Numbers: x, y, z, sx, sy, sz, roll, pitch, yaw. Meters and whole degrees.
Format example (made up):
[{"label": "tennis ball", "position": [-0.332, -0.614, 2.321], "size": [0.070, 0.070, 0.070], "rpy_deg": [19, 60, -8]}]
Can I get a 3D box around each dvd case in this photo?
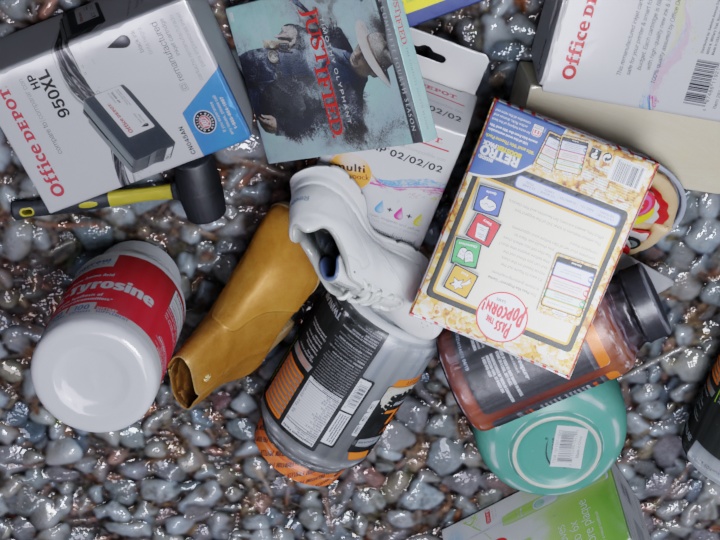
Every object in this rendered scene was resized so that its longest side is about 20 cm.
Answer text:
[{"label": "dvd case", "position": [-0.028, -0.169, 1.411], "size": [0.200, 0.022, 0.146], "rpy_deg": [-3, 106, 46]}]

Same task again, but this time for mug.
[{"label": "mug", "position": [0.175, 0.136, 1.647], "size": [0.152, 0.114, 0.185], "rpy_deg": [-38, 116, 19]}]

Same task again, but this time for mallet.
[{"label": "mallet", "position": [-0.225, -0.076, 1.547], "size": [0.200, 0.041, 0.066], "rpy_deg": [-1, 123, 2]}]

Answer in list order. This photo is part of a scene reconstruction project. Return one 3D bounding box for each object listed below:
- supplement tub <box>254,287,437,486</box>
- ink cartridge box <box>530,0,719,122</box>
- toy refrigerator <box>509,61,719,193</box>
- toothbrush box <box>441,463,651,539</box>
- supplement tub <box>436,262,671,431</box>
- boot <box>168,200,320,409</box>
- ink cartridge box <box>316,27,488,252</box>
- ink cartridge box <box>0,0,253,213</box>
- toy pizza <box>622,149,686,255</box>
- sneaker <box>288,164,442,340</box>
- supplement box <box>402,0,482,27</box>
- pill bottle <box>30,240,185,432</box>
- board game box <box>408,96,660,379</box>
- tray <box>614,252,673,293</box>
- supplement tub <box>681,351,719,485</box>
[{"label": "supplement tub", "position": [-0.016, 0.103, 1.614], "size": [0.122, 0.123, 0.200], "rpy_deg": [24, 118, -16]}, {"label": "ink cartridge box", "position": [0.261, -0.219, 1.455], "size": [0.200, 0.084, 0.145], "rpy_deg": [9, 119, -8]}, {"label": "toy refrigerator", "position": [0.235, -0.130, 1.519], "size": [0.200, 0.070, 0.076], "rpy_deg": [7, 117, -10]}, {"label": "toothbrush box", "position": [0.194, 0.296, 1.728], "size": [0.200, 0.146, 0.086], "rpy_deg": [-29, 119, 15]}, {"label": "supplement tub", "position": [0.177, 0.064, 1.529], "size": [0.200, 0.107, 0.107], "rpy_deg": [-23, 120, 13]}, {"label": "boot", "position": [-0.111, 0.040, 1.538], "size": [0.071, 0.144, 0.201], "rpy_deg": [37, 142, 19]}, {"label": "ink cartridge box", "position": [0.028, -0.113, 1.483], "size": [0.115, 0.068, 0.200], "rpy_deg": [19, 131, -1]}, {"label": "ink cartridge box", "position": [-0.212, -0.156, 1.468], "size": [0.200, 0.084, 0.145], "rpy_deg": [-20, 120, 9]}, {"label": "toy pizza", "position": [0.196, -0.051, 1.532], "size": [0.200, 0.032, 0.200], "rpy_deg": [2, 151, 1]}, {"label": "sneaker", "position": [0.000, 0.000, 1.483], "size": [0.074, 0.087, 0.200], "rpy_deg": [-29, 118, 36]}, {"label": "supplement box", "position": [0.041, -0.317, 1.370], "size": [0.109, 0.110, 0.200], "rpy_deg": [-18, 121, 8]}, {"label": "pill bottle", "position": [-0.220, 0.051, 1.519], "size": [0.112, 0.200, 0.112], "rpy_deg": [2, 115, 4]}, {"label": "board game box", "position": [0.147, -0.028, 1.439], "size": [0.151, 0.046, 0.200], "rpy_deg": [22, 99, 2]}, {"label": "tray", "position": [0.190, 0.002, 1.570], "size": [0.200, 0.022, 0.107], "rpy_deg": [25, 144, -34]}, {"label": "supplement tub", "position": [0.404, 0.112, 1.642], "size": [0.122, 0.123, 0.200], "rpy_deg": [13, 120, -11]}]
